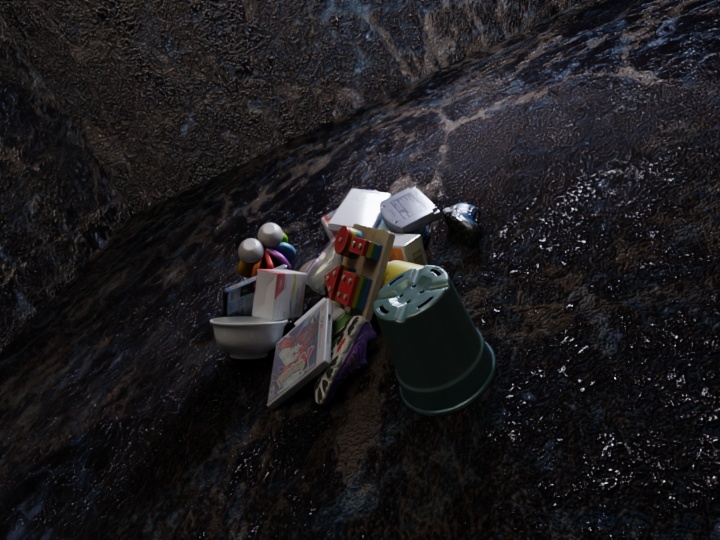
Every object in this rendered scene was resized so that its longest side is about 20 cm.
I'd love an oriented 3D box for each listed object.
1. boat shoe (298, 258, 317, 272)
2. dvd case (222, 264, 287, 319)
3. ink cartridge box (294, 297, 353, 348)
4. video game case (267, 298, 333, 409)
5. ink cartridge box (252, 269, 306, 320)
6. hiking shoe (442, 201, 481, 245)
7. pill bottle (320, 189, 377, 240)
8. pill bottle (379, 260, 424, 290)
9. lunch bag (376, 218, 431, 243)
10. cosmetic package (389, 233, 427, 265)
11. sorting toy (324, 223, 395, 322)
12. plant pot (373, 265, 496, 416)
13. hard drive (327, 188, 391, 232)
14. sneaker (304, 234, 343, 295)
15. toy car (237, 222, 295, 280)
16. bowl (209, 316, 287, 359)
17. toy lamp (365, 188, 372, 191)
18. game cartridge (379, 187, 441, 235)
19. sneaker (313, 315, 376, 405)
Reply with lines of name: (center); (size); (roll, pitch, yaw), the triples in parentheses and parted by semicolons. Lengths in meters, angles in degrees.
boat shoe: (-0.088, -0.011, 1.597); (0.195, 0.057, 0.069); (-25, 61, 17)
dvd case: (-0.286, 0.074, 1.488); (0.196, 0.146, 0.017); (-25, 52, -36)
ink cartridge box: (-0.070, 0.143, 1.287); (0.103, 0.060, 0.198); (-39, 28, -16)
video game case: (-0.133, 0.183, 1.214); (0.199, 0.023, 0.185); (-41, 29, 28)
ink cartridge box: (-0.200, 0.061, 1.435); (0.065, 0.121, 0.199); (8, 3, 20)
hiking shoe: (0.276, -0.135, 1.412); (0.085, 0.076, 0.201); (-28, 26, 2)
pill bottle: (-0.016, -0.157, 1.696); (0.196, 0.118, 0.116); (-30, 26, -4)
pill bottle: (0.103, 0.041, 1.233); (0.114, 0.117, 0.197); (-39, 29, -23)
lunch bag: (0.103, -0.117, 1.544); (0.194, 0.084, 0.163); (-18, 29, 22)
cosmetic package: (0.075, -0.035, 1.396); (0.070, 0.105, 0.197); (-29, 22, -33)
sorting toy: (-0.018, -0.007, 1.283); (0.198, 0.068, 0.207); (21, 95, 63)
plant pot: (0.124, 0.116, 0.991); (0.195, 0.200, 0.202); (-22, 27, 12)
hard drive: (0.001, -0.169, 1.571); (0.127, 0.026, 0.202); (9, 39, 16)
sneaker: (-0.074, -0.022, 1.530); (0.202, 0.099, 0.075); (-51, 3, -11)
toy car: (-0.287, -0.032, 1.731); (0.148, 0.178, 0.199); (35, 60, 23)
bowl: (-0.280, 0.169, 1.375); (0.193, 0.094, 0.201); (0, -1, 0)
toy lamp: (-0.032, -0.202, 1.860); (0.198, 0.060, 0.057); (-39, 28, -24)
game cartridge: (0.123, -0.157, 1.465); (0.129, 0.042, 0.201); (-22, 30, -4)
sneaker: (-0.026, 0.196, 1.145); (0.203, 0.083, 0.080); (-58, 19, -19)
